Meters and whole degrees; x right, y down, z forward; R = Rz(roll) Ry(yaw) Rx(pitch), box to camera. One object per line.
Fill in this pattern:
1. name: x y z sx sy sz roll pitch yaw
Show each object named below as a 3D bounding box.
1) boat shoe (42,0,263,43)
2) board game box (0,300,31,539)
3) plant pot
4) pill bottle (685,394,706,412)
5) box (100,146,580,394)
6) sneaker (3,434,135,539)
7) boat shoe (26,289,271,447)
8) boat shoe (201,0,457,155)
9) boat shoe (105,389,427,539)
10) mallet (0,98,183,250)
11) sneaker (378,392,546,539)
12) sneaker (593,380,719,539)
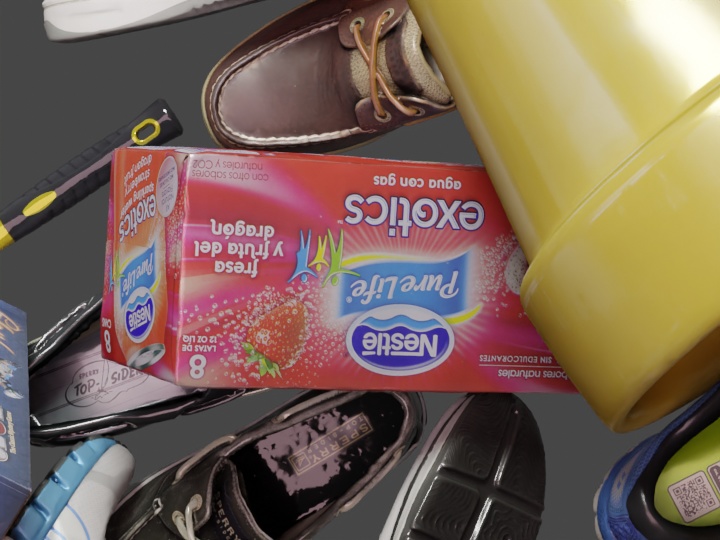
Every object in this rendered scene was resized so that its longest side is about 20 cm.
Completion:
1. boat shoe: -0.050 -0.152 0.985 0.202 0.074 0.065 -13 96 11
2. board game box: -0.184 0.098 0.918 0.035 0.200 0.136 29 101 -17
3. plant pot: 0.121 -0.070 0.844 0.201 0.201 0.189 -38 76 4
4. pill bottle: 0.231 0.125 0.957 0.200 0.111 0.111 11 93 3
5. box: 0.000 0.000 0.934 0.200 0.100 0.096 2 93 -25
6. sneaker: -0.131 0.157 0.943 0.087 0.200 0.075 30 136 -3
7. boat shoe: -0.076 0.027 0.995 0.199 0.066 0.075 -18 90 4
8. boat shoe: 0.022 -0.099 0.981 0.200 0.072 0.072 -14 91 4
9. boat shoe: -0.059 0.107 0.999 0.200 0.064 0.071 -37 90 5
10. mallet: -0.164 -0.007 1.018 0.200 0.041 0.066 -27 90 0
11. sneaker: 0.001 0.139 0.977 0.076 0.115 0.201 29 78 -39
12. sneaker: 0.186 0.060 0.868 0.200 0.089 0.079 -33 80 -3
